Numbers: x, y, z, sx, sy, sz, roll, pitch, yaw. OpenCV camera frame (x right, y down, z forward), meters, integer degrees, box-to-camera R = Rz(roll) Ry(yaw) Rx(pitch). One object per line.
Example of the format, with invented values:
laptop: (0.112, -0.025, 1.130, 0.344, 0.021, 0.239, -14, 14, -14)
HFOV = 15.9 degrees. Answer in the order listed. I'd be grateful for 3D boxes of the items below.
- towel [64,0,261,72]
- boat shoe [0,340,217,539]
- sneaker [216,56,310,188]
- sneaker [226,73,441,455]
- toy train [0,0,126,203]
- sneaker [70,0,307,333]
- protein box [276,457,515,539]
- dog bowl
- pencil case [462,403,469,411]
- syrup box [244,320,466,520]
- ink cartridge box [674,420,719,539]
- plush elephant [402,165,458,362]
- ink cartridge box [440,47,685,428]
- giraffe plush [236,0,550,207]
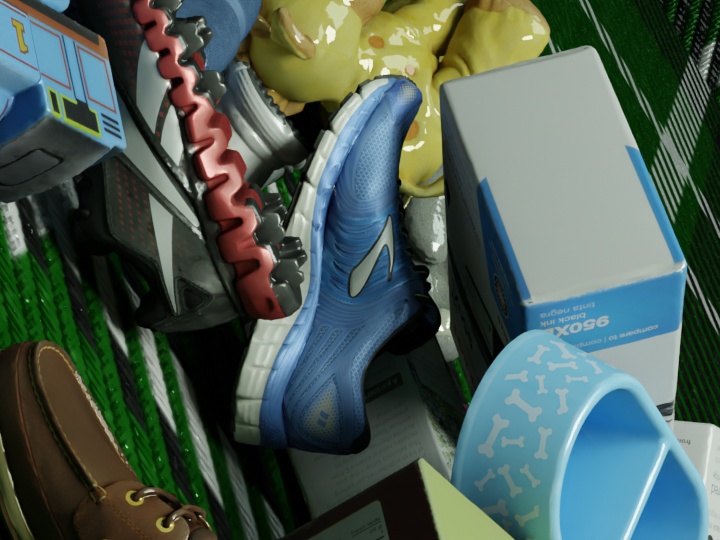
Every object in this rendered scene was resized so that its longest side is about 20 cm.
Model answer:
towel: (-0.113, -0.134, 1.311, 0.111, 0.049, 0.200, 23, 18, -2)
boat shoe: (-0.086, 0.113, 1.009, 0.201, 0.067, 0.072, 64, 17, 14)
sneaker: (-0.076, -0.066, 1.355, 0.074, 0.080, 0.200, 51, 0, -1)
sneaker: (0.000, 0.000, 1.269, 0.079, 0.088, 0.201, 119, -12, -74)
toy train: (-0.178, -0.104, 1.079, 0.200, 0.086, 0.115, 29, 41, -61)
sneaker: (-0.100, -0.060, 1.186, 0.071, 0.097, 0.202, -78, 147, -79)
protein box: (0.039, 0.227, 1.069, 0.198, 0.134, 0.201, 43, 24, -45)
dog bowl: (0.107, 0.109, 1.187, 0.112, 0.049, 0.200, -63, 145, -20)
pencil case: (0.093, 0.136, 1.473, 0.200, 0.090, 0.094, 25, 36, -59)
syrup box: (0.018, 0.106, 1.304, 0.079, 0.081, 0.201, 36, 30, -60)
ink cartridge box: (0.172, 0.195, 1.446, 0.144, 0.084, 0.202, 28, 68, -59)
plush elephant: (0.096, -0.040, 1.645, 0.165, 0.154, 0.201, 35, 30, -58)
ink cartridge box: (0.099, 0.014, 1.293, 0.201, 0.084, 0.145, 84, -10, -52)
giraffe plush: (-0.008, -0.135, 1.574, 0.162, 0.172, 0.201, 40, 59, -26)
